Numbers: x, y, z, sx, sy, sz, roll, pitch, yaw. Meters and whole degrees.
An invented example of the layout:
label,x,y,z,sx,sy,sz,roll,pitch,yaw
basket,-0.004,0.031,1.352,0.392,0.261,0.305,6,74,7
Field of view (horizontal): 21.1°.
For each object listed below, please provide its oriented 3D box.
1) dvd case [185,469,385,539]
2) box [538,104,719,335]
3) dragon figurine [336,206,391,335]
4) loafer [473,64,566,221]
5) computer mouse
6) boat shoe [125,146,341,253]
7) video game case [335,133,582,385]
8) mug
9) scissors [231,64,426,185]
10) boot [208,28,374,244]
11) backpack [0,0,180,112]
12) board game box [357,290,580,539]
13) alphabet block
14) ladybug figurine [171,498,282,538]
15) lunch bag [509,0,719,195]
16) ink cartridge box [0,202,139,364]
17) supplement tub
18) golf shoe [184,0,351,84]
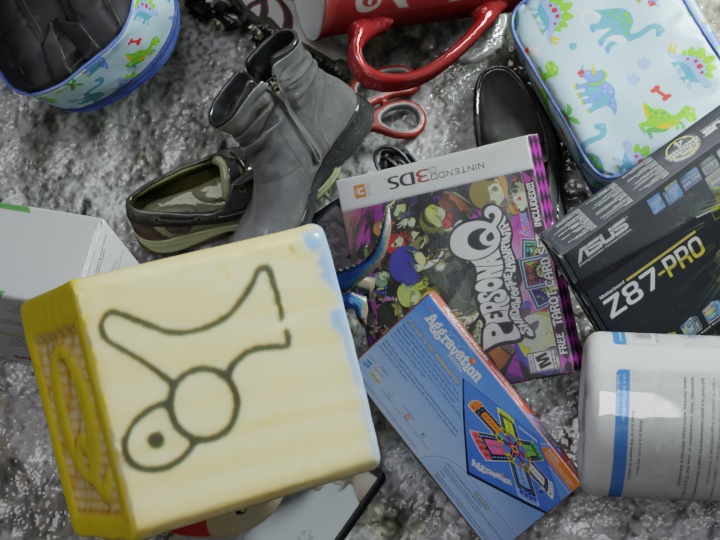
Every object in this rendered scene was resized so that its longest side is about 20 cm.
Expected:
label,x,y,z,sx,sy,sz,roll,pitch,yaw
dvd case,-0.096,0.180,1.660,0.199,0.018,0.143,33,82,21
box,0.265,-0.023,1.575,0.199,0.162,0.049,-35,33,-1
dragon figurine,-0.042,0.022,1.600,0.099,0.201,0.059,19,46,-6
loafer,0.140,-0.095,1.672,0.072,0.072,0.201,-18,69,5
computer mouse,0.000,0.000,1.692,0.200,0.046,0.141,-40,88,2
boat shoe,-0.115,-0.075,1.724,0.200,0.066,0.072,-20,65,3
video game case,0.082,0.002,1.617,0.180,0.036,0.201,-11,89,25
mug,0.048,-0.256,1.706,0.199,0.133,0.179,-7,104,-14
scissors,-0.033,-0.131,1.723,0.199,0.014,0.074,-18,75,-14
boot,-0.087,-0.098,1.633,0.070,0.131,0.201,25,83,47
backpack,-0.256,-0.249,1.765,0.182,0.147,0.201,-33,65,18
board game box,0.086,0.126,1.596,0.103,0.019,0.200,-42,79,23
alphabet block,-0.126,0.086,1.464,0.199,0.196,0.197,-13,87,-22
ladybug figurine,-0.159,0.153,1.621,0.199,0.072,0.137,16,93,21
lunch bag,0.235,-0.171,1.672,0.160,0.082,0.201,-29,68,3
ink cartridge box,-0.264,0.019,1.656,0.144,0.200,0.085,9,71,15
supplement tub,0.274,0.117,1.525,0.198,0.132,0.133,3,72,4
golf shoe,-0.077,-0.241,1.771,0.200,0.077,0.088,36,75,20
